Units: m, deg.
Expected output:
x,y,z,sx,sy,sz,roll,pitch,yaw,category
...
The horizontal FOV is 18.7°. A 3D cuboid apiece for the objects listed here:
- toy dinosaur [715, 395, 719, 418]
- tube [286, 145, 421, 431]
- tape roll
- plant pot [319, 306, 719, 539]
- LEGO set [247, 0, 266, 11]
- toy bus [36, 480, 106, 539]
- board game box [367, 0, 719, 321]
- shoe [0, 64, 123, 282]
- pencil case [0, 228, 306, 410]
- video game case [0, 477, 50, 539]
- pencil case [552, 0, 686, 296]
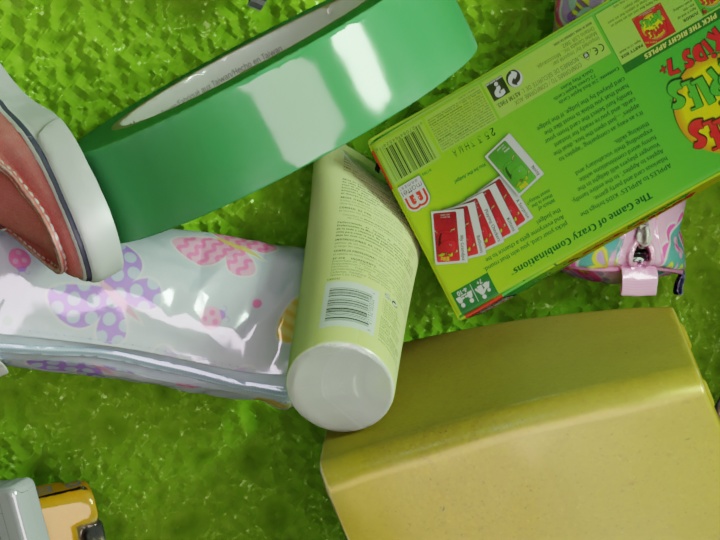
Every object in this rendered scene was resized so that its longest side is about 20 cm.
x,y,z,sx,sy,sz,roll,pitch,yaw,category
0.234,0.057,1.173,0.134,0.086,0.202,-4,91,-5,toy dinosaur
0.000,0.000,1.068,0.051,0.201,0.058,-10,123,13,tube
-0.042,-0.081,1.033,0.199,0.200,0.048,-29,100,-8,tape roll
0.103,0.124,1.068,0.175,0.200,0.201,-22,101,7,plant pot
-0.089,-0.221,1.075,0.198,0.116,0.155,13,64,-17,LEGO set
-0.148,0.207,1.104,0.064,0.078,0.202,-12,98,-10,toy bus
0.114,-0.068,1.075,0.199,0.048,0.102,-30,85,18,board game box
-0.188,-0.045,1.013,0.090,0.200,0.072,-25,134,-20,shoe
-0.118,0.018,1.083,0.198,0.091,0.084,7,117,-15,pencil case
-0.210,0.210,1.066,0.181,0.022,0.202,-11,98,26,video game case
0.139,-0.090,1.133,0.087,0.087,0.202,4,94,-13,pencil case
